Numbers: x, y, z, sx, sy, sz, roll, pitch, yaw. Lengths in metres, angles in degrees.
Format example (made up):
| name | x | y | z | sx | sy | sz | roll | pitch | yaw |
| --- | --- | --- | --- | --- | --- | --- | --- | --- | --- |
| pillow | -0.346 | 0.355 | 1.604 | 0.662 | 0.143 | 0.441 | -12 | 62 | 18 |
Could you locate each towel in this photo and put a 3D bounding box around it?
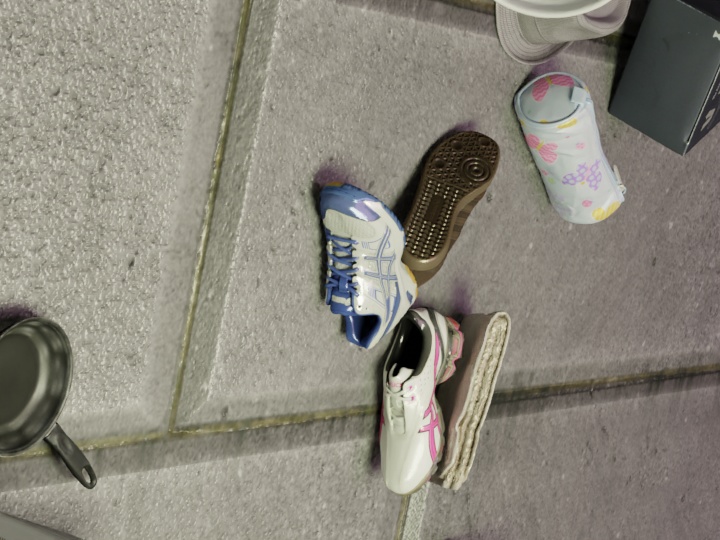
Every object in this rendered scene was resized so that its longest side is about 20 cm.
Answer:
| name | x | y | z | sx | sy | sz | roll | pitch | yaw |
| --- | --- | --- | --- | --- | --- | --- | --- | --- | --- |
| towel | 0.110 | 0.140 | 1.924 | 0.133 | 0.034 | 0.200 | 169 | -62 | -77 |

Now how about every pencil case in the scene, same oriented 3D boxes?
| name | x | y | z | sx | sy | sz | roll | pitch | yaw |
| --- | --- | --- | --- | --- | --- | --- | --- | --- | --- |
| pencil case | 0.242 | -0.138 | 2.018 | 0.083 | 0.091 | 0.200 | -58 | 143 | -23 |

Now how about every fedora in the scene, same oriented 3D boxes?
| name | x | y | z | sx | sy | sz | roll | pitch | yaw |
| --- | --- | --- | --- | --- | --- | --- | --- | --- | --- |
| fedora | 0.239 | -0.312 | 1.939 | 0.200 | 0.090 | 0.177 | -26 | 124 | -49 |

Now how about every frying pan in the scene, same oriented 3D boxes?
| name | x | y | z | sx | sy | sz | roll | pitch | yaw |
| --- | --- | --- | --- | --- | --- | --- | --- | --- | --- |
| frying pan | -0.256 | 0.102 | 1.422 | 0.190 | 0.031 | 0.115 | 37 | 73 | -59 |

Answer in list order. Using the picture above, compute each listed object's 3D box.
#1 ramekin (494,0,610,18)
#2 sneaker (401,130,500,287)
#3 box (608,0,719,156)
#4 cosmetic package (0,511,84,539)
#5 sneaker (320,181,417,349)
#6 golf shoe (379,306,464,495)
| name | x | y | z | sx | sy | sz | roll | pitch | yaw |
| --- | --- | --- | --- | --- | --- | --- | --- | --- | --- |
| ramekin | 0.194 | -0.365 | 1.756 | 0.105 | 0.200 | 0.200 | -75 | 159 | -52 |
| sneaker | 0.082 | -0.064 | 1.848 | 0.200 | 0.070 | 0.076 | -56 | 173 | -35 |
| box | 0.424 | -0.281 | 2.154 | 0.200 | 0.117 | 0.197 | -40 | 155 | -42 |
| cosmetic package | -0.253 | 0.290 | 1.379 | 0.200 | 0.167 | 0.167 | 35 | 73 | -55 |
| sneaker | 0.000 | 0.000 | 1.725 | 0.088 | 0.075 | 0.200 | -56 | 142 | -26 |
| golf shoe | 0.048 | 0.137 | 1.863 | 0.092 | 0.072 | 0.200 | 22 | 76 | -53 |
